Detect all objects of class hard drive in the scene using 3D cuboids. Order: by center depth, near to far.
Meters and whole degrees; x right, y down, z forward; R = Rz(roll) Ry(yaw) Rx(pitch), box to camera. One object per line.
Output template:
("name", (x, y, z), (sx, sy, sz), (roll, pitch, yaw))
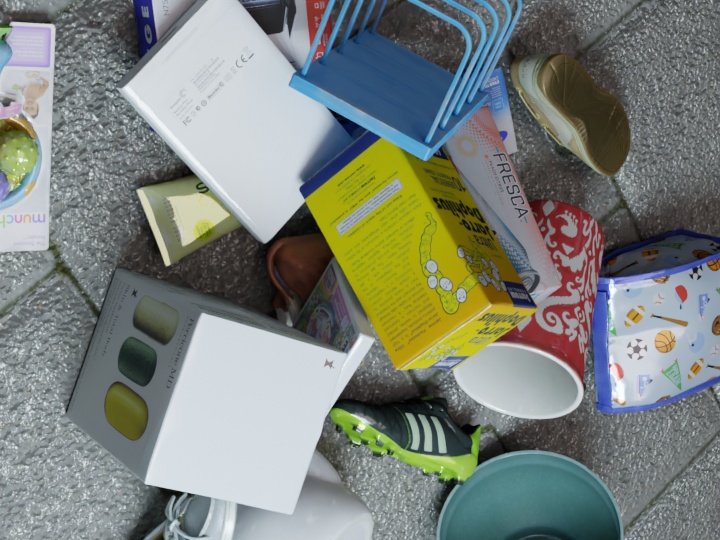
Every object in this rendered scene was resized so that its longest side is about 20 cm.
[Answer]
("hard drive", (-0.108, -0.140, 1.183), (0.132, 0.027, 0.200), (-49, 120, -12))

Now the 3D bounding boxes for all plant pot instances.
("plant pot", (0.193, 0.320, 1.448), (0.200, 0.200, 0.134), (-42, 146, -17))

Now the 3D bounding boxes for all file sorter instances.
("file sorter", (0.052, -0.209, 1.182), (0.123, 0.138, 0.200), (-64, 172, 28))

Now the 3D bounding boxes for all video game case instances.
("video game case", (-0.055, 0.102, 1.221), (0.018, 0.143, 0.200), (22, 113, -23))

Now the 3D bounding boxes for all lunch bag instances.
("lunch bag", (0.337, 0.058, 1.503), (0.200, 0.124, 0.171), (-19, 111, -35))

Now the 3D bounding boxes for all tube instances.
("tube", (-0.109, -0.075, 1.244), (0.199, 0.058, 0.052), (-23, 149, -22))

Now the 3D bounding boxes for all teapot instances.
("teapot", (-0.093, 0.277, 1.281), (0.200, 0.146, 0.198), (-42, 152, -43))

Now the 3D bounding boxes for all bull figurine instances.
("bull figurine", (0.000, 0.000, 1.312), (0.199, 0.065, 0.122), (-8, 107, -18))

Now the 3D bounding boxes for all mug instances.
("mug", (0.179, 0.046, 1.382), (0.133, 0.178, 0.200), (21, 56, -2))

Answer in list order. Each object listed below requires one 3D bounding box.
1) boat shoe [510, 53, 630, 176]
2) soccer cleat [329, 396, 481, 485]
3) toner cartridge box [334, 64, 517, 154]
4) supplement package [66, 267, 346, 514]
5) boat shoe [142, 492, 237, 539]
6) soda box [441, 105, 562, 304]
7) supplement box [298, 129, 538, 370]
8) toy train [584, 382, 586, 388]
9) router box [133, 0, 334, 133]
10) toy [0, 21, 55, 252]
("boat shoe", (0.229, -0.174, 1.416), (0.074, 0.066, 0.200), (-56, 135, -10))
("soccer cleat", (0.049, 0.164, 1.392), (0.200, 0.067, 0.081), (29, 68, -34))
("toner cartridge box", (0.064, -0.137, 1.338), (0.200, 0.043, 0.095), (-24, 113, -25))
("supplement package", (-0.143, 0.104, 1.173), (0.150, 0.200, 0.152), (19, 90, -33))
("boat shoe", (-0.177, 0.263, 1.220), (0.065, 0.075, 0.202), (21, 132, -26))
("soda box", (0.119, -0.057, 1.268), (0.068, 0.064, 0.201), (-12, 72, -29))
("supplement box", (0.052, -0.020, 1.191), (0.109, 0.200, 0.109), (-37, 160, 23))
("toy train", (0.182, 0.099, 1.470), (0.200, 0.034, 0.046), (38, 92, -32))
("router box", (-0.115, -0.235, 1.203), (0.179, 0.049, 0.201), (-15, 108, -28))
("toy", (-0.314, -0.110, 1.111), (0.115, 0.047, 0.201), (-3, 102, -29))
